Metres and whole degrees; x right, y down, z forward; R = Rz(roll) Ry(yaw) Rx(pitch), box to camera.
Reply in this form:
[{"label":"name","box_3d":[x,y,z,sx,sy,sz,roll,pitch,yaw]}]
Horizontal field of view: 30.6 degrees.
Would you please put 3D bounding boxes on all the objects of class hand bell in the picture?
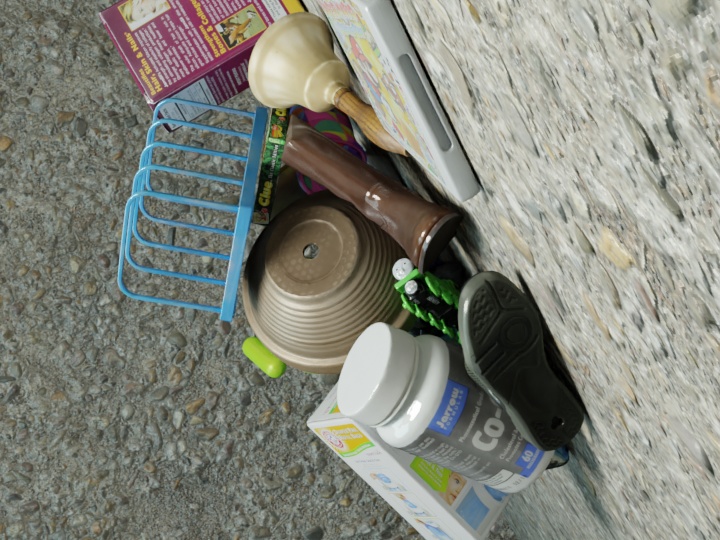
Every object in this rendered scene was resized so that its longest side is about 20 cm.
[{"label":"hand bell","box_3d":[-0.011,-0.163,1.267,0.200,0.104,0.104,39,165,39]}]

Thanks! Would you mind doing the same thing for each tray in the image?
[{"label":"tray","box_3d":[0.028,-0.103,1.570,0.108,0.022,0.200,60,177,-12]}]

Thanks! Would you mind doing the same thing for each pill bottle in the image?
[{"label":"pill bottle","box_3d":[0.084,0.130,1.273,0.199,0.114,0.114,25,-168,-23]}]

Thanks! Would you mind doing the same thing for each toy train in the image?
[{"label":"toy train","box_3d":[0.088,0.035,1.325,0.200,0.042,0.057,33,-155,-55]}]

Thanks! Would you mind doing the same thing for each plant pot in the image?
[{"label":"plant pot","box_3d":[-0.037,-0.004,1.344,0.201,0.200,0.093,57,-178,29]}]

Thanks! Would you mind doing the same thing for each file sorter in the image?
[{"label":"file sorter","box_3d":[-0.171,-0.071,1.359,0.200,0.122,0.139,-88,10,-55]}]

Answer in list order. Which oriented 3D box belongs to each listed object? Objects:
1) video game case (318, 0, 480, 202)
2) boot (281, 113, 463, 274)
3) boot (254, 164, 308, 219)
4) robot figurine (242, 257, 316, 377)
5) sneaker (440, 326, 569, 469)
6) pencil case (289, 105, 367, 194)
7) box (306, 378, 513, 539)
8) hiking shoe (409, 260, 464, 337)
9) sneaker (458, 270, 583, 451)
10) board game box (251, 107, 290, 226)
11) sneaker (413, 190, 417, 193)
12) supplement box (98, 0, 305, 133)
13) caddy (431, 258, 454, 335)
[{"label":"video game case","box_3d":[0.020,-0.164,1.080,0.182,0.023,0.200,61,177,-29]},{"label":"boot","box_3d":[-0.001,-0.080,1.246,0.200,0.064,0.186,38,178,3]},{"label":"boot","box_3d":[-0.034,-0.065,1.548,0.146,0.070,0.200,31,-159,5]},{"label":"robot figurine","box_3d":[-0.053,0.054,1.539,0.116,0.176,0.200,42,171,14]},{"label":"sneaker","box_3d":[0.156,0.135,1.416,0.200,0.090,0.078,44,151,-10]},{"label":"pencil case","box_3d":[-0.045,-0.150,1.513,0.089,0.088,0.200,61,-175,-32]},{"label":"box","box_3d":[0.061,0.181,1.376,0.200,0.113,0.101,45,153,-15]},{"label":"hiking shoe","box_3d":[0.069,0.071,1.466,0.101,0.076,0.200,48,131,10]},{"label":"sneaker","box_3d":[0.121,0.066,1.171,0.200,0.076,0.114,55,174,-37]},{"label":"board game box","box_3d":[-0.091,-0.144,1.412,0.200,0.023,0.105,-88,7,-56]},{"label":"sneaker","box_3d":[0.000,0.000,1.415,0.088,0.201,0.075,20,-172,-21]},{"label":"supplement box","box_3d":[-0.168,-0.267,1.476,0.131,0.199,0.103,59,177,15]},{"label":"caddy","box_3d":[0.079,0.060,1.589,0.201,0.105,0.141,59,155,13]}]
